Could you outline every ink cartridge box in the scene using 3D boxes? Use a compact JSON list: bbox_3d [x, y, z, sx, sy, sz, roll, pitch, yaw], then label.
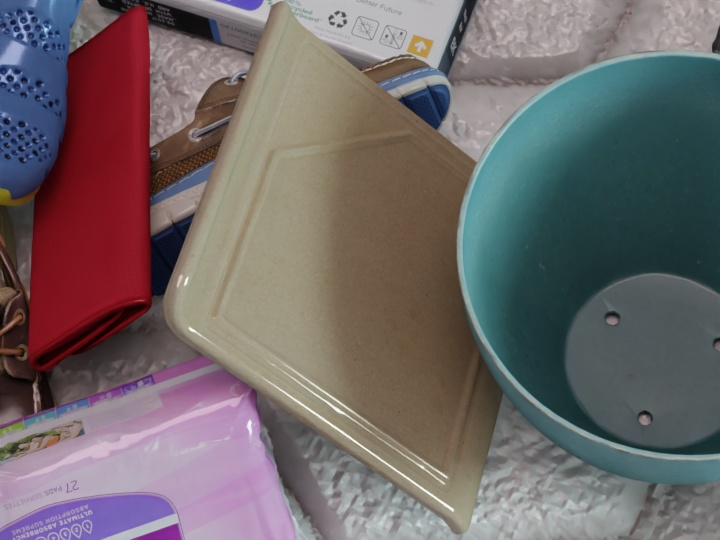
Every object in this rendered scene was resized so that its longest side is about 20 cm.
[{"bbox_3d":[-0.019,-0.205,1.206,0.198,0.043,0.200,18,69,11],"label":"ink cartridge box"}]

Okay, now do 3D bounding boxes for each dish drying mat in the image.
[{"bbox_3d":[-0.132,-0.043,1.106,0.077,0.018,0.200,-33,41,27],"label":"dish drying mat"}]

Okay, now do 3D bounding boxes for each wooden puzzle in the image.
[{"bbox_3d":[0.000,0.000,1.039,0.037,0.200,0.185,-21,40,42],"label":"wooden puzzle"}]

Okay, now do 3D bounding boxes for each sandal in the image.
[{"bbox_3d":[-0.175,-0.121,1.122,0.079,0.087,0.200,18,48,-25],"label":"sandal"}]

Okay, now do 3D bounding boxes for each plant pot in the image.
[{"bbox_3d":[0.145,0.018,1.044,0.199,0.135,0.201,-1,65,3],"label":"plant pot"}]

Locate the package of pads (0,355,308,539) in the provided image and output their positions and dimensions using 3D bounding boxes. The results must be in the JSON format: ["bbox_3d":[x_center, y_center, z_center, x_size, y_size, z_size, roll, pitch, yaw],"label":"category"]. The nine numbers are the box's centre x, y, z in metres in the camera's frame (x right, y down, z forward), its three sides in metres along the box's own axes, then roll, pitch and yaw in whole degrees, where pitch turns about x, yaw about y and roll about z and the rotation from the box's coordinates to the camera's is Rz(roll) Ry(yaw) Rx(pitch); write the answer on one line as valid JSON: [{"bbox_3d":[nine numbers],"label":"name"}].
[{"bbox_3d":[-0.125,0.124,1.016,0.199,0.076,0.121,-20,109,-6],"label":"package of pads"}]

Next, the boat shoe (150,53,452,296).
[{"bbox_3d":[-0.052,-0.064,1.123,0.200,0.072,0.072,-27,59,-5],"label":"boat shoe"}]

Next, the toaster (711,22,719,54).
[{"bbox_3d":[0.282,-0.102,1.109,0.199,0.114,0.129,-18,69,-8],"label":"toaster"}]

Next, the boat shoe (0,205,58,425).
[{"bbox_3d":[-0.191,0.032,1.088,0.072,0.072,0.201,-10,65,-2],"label":"boat shoe"}]
